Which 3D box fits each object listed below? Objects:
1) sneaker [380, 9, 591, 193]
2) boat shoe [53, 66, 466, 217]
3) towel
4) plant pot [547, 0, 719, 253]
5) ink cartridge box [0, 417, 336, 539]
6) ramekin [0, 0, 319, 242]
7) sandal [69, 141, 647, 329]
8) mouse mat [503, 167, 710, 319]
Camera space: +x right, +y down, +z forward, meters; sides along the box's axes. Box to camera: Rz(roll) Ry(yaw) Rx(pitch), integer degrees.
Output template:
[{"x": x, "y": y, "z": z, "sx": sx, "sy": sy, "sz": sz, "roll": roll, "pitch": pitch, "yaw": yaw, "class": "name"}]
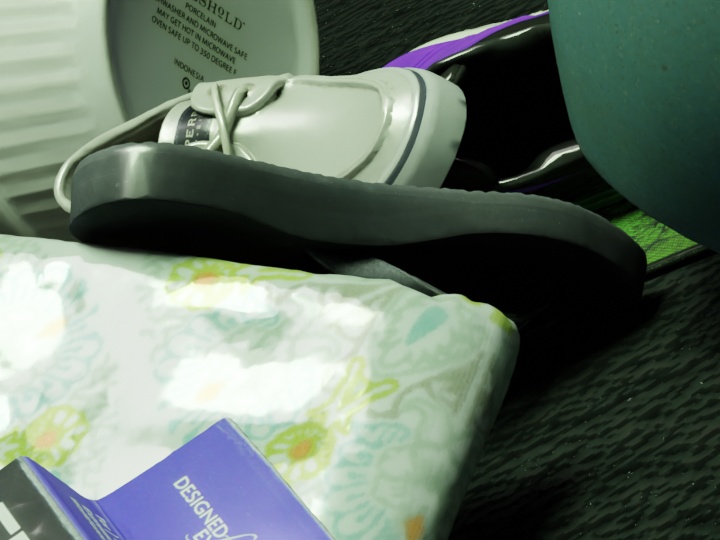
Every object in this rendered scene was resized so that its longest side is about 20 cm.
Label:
[{"x": 0.037, "y": -0.055, "z": 0.951, "sx": 0.199, "sy": 0.070, "sz": 0.099, "roll": -23, "pitch": 2, "yaw": 40, "class": "sneaker"}, {"x": -0.043, "y": -0.040, "z": 0.922, "sx": 0.199, "sy": 0.065, "sz": 0.073, "roll": -7, "pitch": 62, "yaw": 54, "class": "boat shoe"}, {"x": -0.070, "y": 0.069, "z": 0.746, "sx": 0.198, "sy": 0.048, "sz": 0.172, "roll": 8, "pitch": 56, "yaw": 23, "class": "towel"}, {"x": 0.135, "y": -0.080, "z": 0.775, "sx": 0.200, "sy": 0.199, "sz": 0.135, "roll": -81, "pitch": 16, "yaw": -66, "class": "plant pot"}, {"x": -0.072, "y": 0.136, "z": 0.627, "sx": 0.199, "sy": 0.044, "sz": 0.198, "roll": -36, "pitch": 45, "yaw": -11, "class": "ink cartridge box"}, {"x": -0.101, "y": -0.102, "z": 1.176, "sx": 0.094, "sy": 0.203, "sz": 0.203, "roll": -2, "pitch": 33, "yaw": 37, "class": "ramekin"}, {"x": -0.001, "y": 0.000, "z": 0.827, "sx": 0.076, "sy": 0.199, "sz": 0.043, "roll": 144, "pitch": 129, "yaw": -61, "class": "sandal"}, {"x": 0.141, "y": -0.049, "z": 0.925, "sx": 0.199, "sy": 0.008, "sz": 0.161, "roll": -22, "pitch": 21, "yaw": 27, "class": "mouse mat"}]
